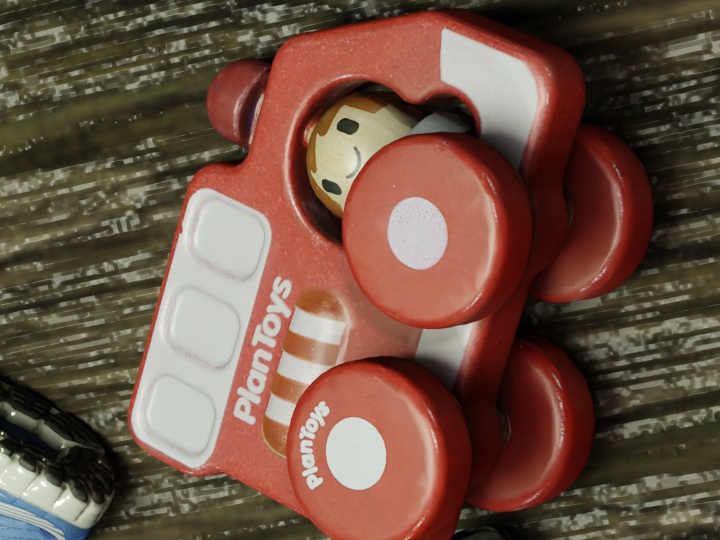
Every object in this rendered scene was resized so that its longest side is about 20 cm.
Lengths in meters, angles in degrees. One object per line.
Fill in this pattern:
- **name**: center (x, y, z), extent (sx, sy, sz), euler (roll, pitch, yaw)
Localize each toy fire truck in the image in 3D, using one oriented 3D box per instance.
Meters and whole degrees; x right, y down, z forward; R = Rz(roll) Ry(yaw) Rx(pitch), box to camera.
- **toy fire truck**: center (0.000, 0.000, 1.036), extent (0.168, 0.112, 0.201), euler (24, 109, 29)

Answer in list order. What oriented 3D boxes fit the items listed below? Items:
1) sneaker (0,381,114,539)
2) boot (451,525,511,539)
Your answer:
- **sneaker**: center (-0.198, 0.064, 1.118), extent (0.200, 0.079, 0.089), euler (33, 108, 6)
- **boot**: center (0.093, 0.137, 1.053), extent (0.200, 0.077, 0.139), euler (-29, 89, 20)
